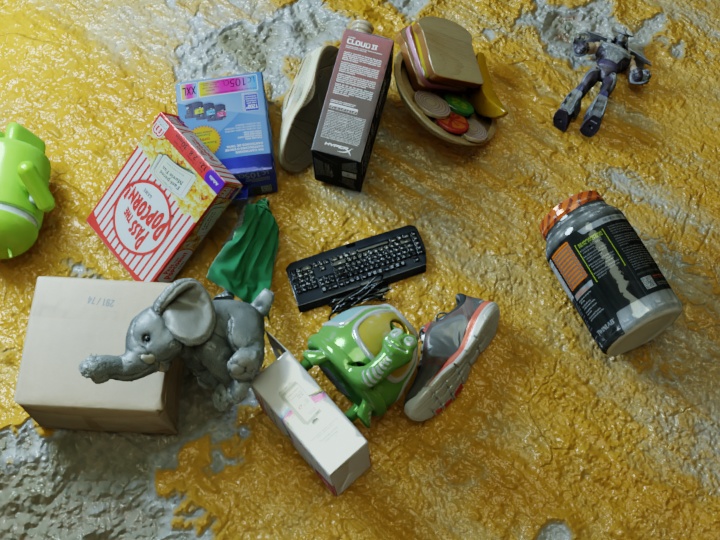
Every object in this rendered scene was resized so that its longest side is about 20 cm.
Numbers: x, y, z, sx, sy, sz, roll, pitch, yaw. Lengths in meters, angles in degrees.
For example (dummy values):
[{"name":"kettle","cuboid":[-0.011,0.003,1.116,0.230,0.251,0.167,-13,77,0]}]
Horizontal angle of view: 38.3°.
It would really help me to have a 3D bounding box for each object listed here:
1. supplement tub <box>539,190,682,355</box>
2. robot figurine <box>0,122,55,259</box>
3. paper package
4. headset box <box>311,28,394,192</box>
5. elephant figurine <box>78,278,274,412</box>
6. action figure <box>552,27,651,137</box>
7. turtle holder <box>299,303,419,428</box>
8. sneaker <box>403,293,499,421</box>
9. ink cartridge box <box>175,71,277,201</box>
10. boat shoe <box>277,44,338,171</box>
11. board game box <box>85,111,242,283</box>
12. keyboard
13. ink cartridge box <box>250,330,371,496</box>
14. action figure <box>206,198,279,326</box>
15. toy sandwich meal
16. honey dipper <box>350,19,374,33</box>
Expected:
[{"name":"supplement tub","cuboid":[0.329,0.001,1.389,0.121,0.123,0.202,-24,67,-8]},{"name":"robot figurine","cuboid":[-0.507,-0.107,1.477,0.173,0.116,0.203,-7,65,24]},{"name":"paper package","cuboid":[-0.336,0.112,1.380,0.197,0.104,0.193,1,64,4]},{"name":"headset box","cuboid":[-0.008,-0.233,1.471,0.076,0.149,0.203,14,80,2]},{"name":"elephant figurine","cuboid":[-0.221,0.078,1.278,0.198,0.142,0.156,27,24,-19]},{"name":"action figure","cuboid":[0.363,-0.291,1.550,0.129,0.070,0.201,23,66,18]},{"name":"turtle holder","cuboid":[0.006,0.104,1.321,0.132,0.186,0.141,-42,69,-14]},{"name":"sneaker","cuboid":[0.106,0.112,1.385,0.081,0.078,0.200,26,60,27]},{"name":"ink cartridge box","cuboid":[-0.195,-0.181,1.521,0.134,0.077,0.203,-8,67,-1]},{"name":"boat shoe","cuboid":[-0.083,-0.241,1.552,0.065,0.072,0.202,4,73,49]},{"name":"board game box","cuboid":[-0.276,-0.093,1.447,0.152,0.046,0.201,45,108,20]},{"name":"keyboard","cuboid":[0.000,0.000,1.450,0.198,0.040,0.105,-19,66,-5]},{"name":"ink cartridge box","cuboid":[-0.075,0.182,1.329,0.067,0.117,0.200,-38,68,-14]},{"name":"action figure","cuboid":[-0.153,-0.027,1.445,0.054,0.118,0.202,-24,37,33]},{"name":"toy sandwich meal","cuboid":[0.134,-0.275,1.507,0.203,0.070,0.207,21,48,-24]},{"name":"honey dipper","cuboid":[-0.018,-0.289,1.585,0.037,0.038,0.202,11,70,7]}]
